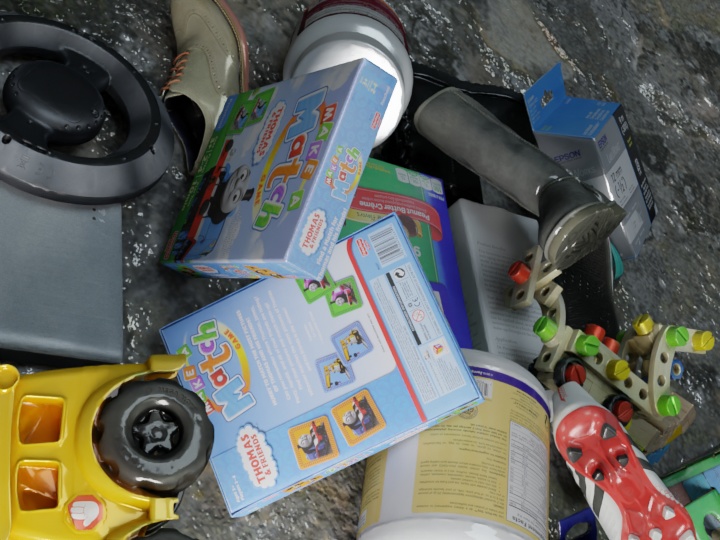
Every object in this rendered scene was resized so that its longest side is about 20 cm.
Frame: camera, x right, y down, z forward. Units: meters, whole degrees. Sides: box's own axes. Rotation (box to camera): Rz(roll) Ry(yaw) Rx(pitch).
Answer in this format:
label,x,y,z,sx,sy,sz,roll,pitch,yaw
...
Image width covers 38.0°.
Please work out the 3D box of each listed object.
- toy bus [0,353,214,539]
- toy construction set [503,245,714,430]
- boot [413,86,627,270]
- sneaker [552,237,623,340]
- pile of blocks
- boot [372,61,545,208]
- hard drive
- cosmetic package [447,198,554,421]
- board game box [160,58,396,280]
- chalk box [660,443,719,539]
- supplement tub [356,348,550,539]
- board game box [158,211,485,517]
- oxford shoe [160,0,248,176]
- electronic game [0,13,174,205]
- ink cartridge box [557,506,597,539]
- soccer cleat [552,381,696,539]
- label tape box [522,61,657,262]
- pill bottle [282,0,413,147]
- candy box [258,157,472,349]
label,x,y,z,sx,sy,sz,roll,pitch,yaw
toy bus,-0.190,0.155,0.630,0.191,0.136,0.201,4,62,-21
toy construction set,0.210,0.064,0.915,0.200,0.092,0.131,31,71,-10
boot,0.131,-0.091,0.923,0.200,0.073,0.182,44,16,13
sneaker,0.222,0.038,1.054,0.121,0.083,0.201,-10,100,-74
pile of blocks,0.256,0.162,1.018,0.062,0.082,0.200,35,29,30
boot,0.107,-0.119,1.067,0.197,0.073,0.163,15,52,-21
hard drive,-0.267,-0.007,0.732,0.199,0.033,0.140,12,56,-32
cosmetic package,0.126,0.042,0.977,0.101,0.071,0.201,13,56,-32
board game box,-0.067,-0.069,0.772,0.037,0.200,0.152,29,74,-32
chalk box,0.391,0.226,1.027,0.199,0.124,0.125,-14,71,-42
supplement tub,0.072,0.177,0.796,0.145,0.145,0.201,27,50,-22
board game box,-0.031,0.069,0.768,0.152,0.199,0.037,66,5,16
oxford shoe,-0.139,-0.170,0.911,0.074,0.071,0.201,-5,66,-37
electronic game,-0.240,-0.129,0.817,0.199,0.042,0.201,23,40,-21
ink cartridge box,0.210,0.304,0.873,0.136,0.076,0.201,-9,67,-41
soccer cleat,0.213,0.175,0.847,0.200,0.068,0.085,55,11,-20
label tape box,0.251,-0.121,1.124,0.143,0.066,0.201,-43,116,-56
pill bottle,-0.010,-0.180,0.935,0.114,0.114,0.200,35,20,-14
candy box,0.000,0.000,0.903,0.169,0.077,0.201,13,56,-31
